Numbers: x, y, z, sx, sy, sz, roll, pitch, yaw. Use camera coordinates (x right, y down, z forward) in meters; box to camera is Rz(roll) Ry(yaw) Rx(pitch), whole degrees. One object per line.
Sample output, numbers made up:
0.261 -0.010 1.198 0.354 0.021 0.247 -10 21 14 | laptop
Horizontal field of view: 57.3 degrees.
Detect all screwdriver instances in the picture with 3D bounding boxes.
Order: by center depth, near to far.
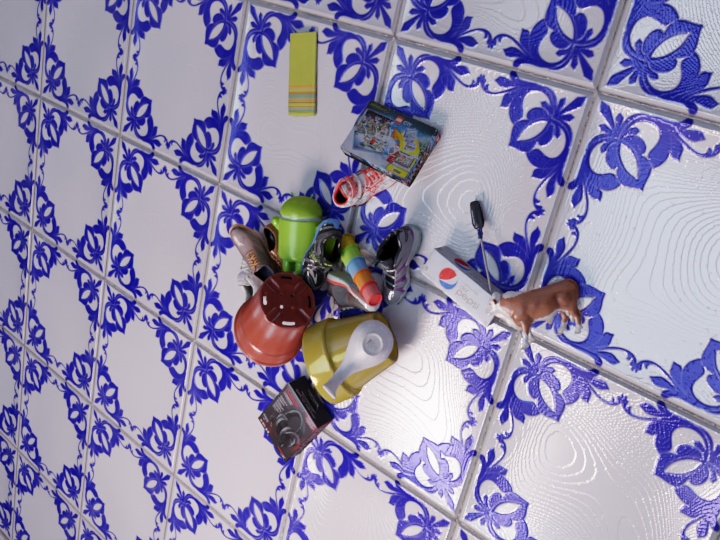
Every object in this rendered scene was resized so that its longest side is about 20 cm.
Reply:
0.261 -0.052 1.428 0.028 0.028 0.207 -11 79 32 | screwdriver

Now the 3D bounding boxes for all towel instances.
-0.146 -0.499 1.681 0.084 0.018 0.207 8 101 29 | towel

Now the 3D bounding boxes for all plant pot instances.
-0.016 0.195 1.603 0.185 0.200 0.206 -26 83 20 | plant pot
-0.209 0.115 1.676 0.204 0.197 0.196 59 148 12 | plant pot

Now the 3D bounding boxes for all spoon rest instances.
-0.008 0.200 1.496 0.100 0.061 0.200 45 81 -3 | spoon rest

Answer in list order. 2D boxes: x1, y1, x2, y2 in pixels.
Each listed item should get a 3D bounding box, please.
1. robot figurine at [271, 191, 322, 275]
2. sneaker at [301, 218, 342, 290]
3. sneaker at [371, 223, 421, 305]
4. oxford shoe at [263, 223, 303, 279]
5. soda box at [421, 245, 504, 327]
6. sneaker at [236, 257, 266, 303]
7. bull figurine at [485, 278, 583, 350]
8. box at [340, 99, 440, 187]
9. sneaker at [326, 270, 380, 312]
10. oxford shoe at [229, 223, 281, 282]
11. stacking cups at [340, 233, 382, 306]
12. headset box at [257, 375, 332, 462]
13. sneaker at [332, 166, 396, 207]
-0.154 -0.097 1.691 0.171 0.114 0.207 10 104 33 | robot figurine
-0.093 -0.029 1.612 0.203 0.069 0.084 -66 31 33 | sneaker
0.065 -0.007 1.530 0.076 0.138 0.206 22 110 29 | sneaker
-0.210 -0.032 1.772 0.071 0.071 0.204 -32 80 33 | oxford shoe
0.233 0.033 1.463 0.199 0.063 0.069 41 118 23 | soda box
-0.300 -0.007 1.823 0.073 0.098 0.207 -10 91 38 | sneaker
0.357 0.086 1.348 0.194 0.065 0.125 -16 92 11 | bull figurine
0.067 -0.293 1.505 0.197 0.038 0.138 30 82 28 | box
-0.020 0.070 1.637 0.199 0.075 0.084 34 118 49 | sneaker
-0.278 -0.038 1.754 0.071 0.073 0.201 -36 109 12 | oxford shoe
0.000 0.000 1.593 0.061 0.059 0.202 -54 48 29 | stacking cups
-0.177 0.404 1.816 0.150 0.076 0.201 53 124 17 | headset box
0.019 -0.214 1.550 0.200 0.107 0.069 -37 77 34 | sneaker
